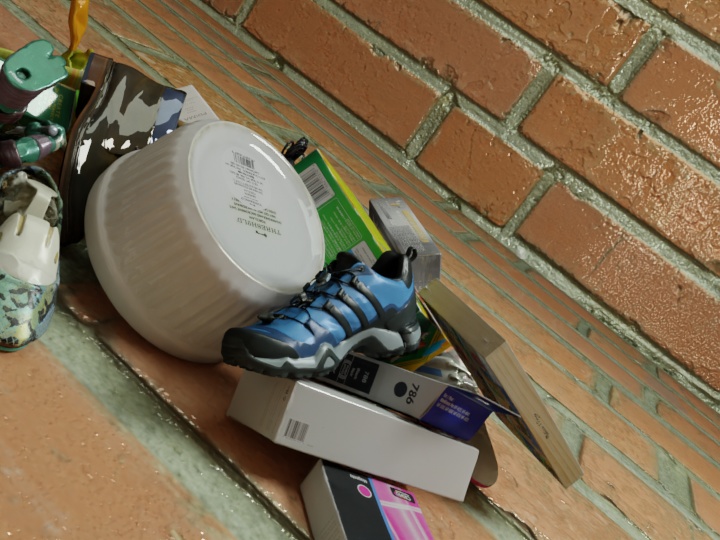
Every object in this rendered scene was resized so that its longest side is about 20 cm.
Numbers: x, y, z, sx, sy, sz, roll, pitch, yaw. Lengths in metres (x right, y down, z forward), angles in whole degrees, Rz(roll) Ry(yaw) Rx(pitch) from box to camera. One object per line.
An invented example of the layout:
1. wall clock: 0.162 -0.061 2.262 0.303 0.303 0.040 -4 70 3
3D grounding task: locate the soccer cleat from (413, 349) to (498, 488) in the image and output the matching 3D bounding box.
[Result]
1. soccer cleat: 0.099 0.137 0.837 0.070 0.087 0.200 25 20 -37

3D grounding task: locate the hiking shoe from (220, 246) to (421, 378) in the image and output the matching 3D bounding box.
1. hiking shoe: -0.029 0.029 0.606 0.074 0.087 0.199 6 9 39

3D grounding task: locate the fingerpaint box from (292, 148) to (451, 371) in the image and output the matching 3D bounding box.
1. fingerpaint box: 0.000 0.000 0.801 0.201 0.073 0.167 58 6 22

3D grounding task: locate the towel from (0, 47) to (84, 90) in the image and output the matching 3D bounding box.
1. towel: -0.340 -0.201 0.826 0.199 0.086 0.018 10 64 -30

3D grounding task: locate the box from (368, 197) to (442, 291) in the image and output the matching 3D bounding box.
1. box: 0.052 0.013 0.994 0.048 0.160 0.200 -4 24 -10

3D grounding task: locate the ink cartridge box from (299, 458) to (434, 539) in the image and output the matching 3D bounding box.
1. ink cartridge box: 0.023 0.215 0.522 0.094 0.037 0.200 28 18 -27

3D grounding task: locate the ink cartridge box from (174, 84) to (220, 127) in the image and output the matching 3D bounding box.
1. ink cartridge box: -0.159 -0.095 0.872 0.200 0.050 0.162 53 -22 46

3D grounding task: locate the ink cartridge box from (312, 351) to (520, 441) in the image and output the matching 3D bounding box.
1. ink cartridge box: 0.033 0.108 0.695 0.199 0.039 0.099 13 -13 38

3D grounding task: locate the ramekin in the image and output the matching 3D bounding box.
1. ramekin: -0.120 -0.032 0.664 0.200 0.105 0.201 37 39 -36

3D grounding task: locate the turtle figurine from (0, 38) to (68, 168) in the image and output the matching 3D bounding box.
1. turtle figurine: -0.293 -0.108 0.568 0.149 0.200 0.101 18 56 -31

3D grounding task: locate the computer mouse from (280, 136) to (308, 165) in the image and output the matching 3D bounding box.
1. computer mouse: -0.127 -0.094 1.014 0.052 0.139 0.200 29 28 -15

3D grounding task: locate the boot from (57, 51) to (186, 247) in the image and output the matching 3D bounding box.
1. boot: -0.218 -0.107 0.713 0.096 0.075 0.202 12 63 -20

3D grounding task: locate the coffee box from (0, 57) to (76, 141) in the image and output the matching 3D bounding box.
1. coffee box: -0.369 -0.167 0.678 0.122 0.044 0.199 -1 -12 38

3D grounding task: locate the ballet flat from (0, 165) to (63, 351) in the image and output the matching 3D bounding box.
1. ballet flat: -0.249 -0.023 0.569 0.074 0.074 0.200 26 17 -34

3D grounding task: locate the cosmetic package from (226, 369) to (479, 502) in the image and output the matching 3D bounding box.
1. cosmetic package: -0.002 0.132 0.634 0.199 0.051 0.082 27 -13 -34

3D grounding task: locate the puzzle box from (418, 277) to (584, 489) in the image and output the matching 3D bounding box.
1. puzzle box: 0.134 0.107 0.745 0.200 0.025 0.133 56 -4 -31

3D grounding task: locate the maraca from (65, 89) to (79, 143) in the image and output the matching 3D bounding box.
1. maraca: -0.234 -0.116 0.838 0.200 0.107 0.137 48 6 -38

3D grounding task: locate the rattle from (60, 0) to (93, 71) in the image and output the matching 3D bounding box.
1. rattle: -0.312 -0.254 1.037 0.199 0.144 0.130 30 -4 0
